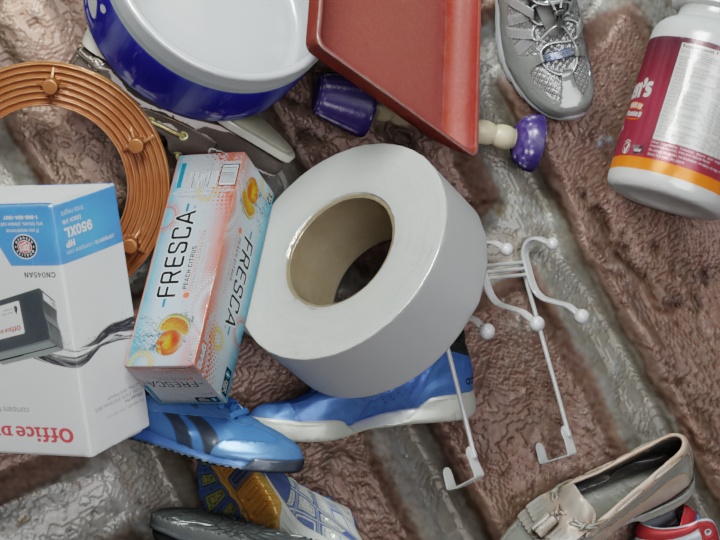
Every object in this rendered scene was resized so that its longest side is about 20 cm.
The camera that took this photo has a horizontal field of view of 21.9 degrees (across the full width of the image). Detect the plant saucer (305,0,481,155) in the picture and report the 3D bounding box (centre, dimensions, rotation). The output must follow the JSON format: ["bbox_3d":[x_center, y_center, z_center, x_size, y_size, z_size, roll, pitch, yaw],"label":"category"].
[{"bbox_3d":[0.024,-0.213,1.519,0.199,0.037,0.201,31,50,-40],"label":"plant saucer"}]

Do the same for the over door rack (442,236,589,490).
[{"bbox_3d":[0.129,0.073,1.558,0.148,0.066,0.201,-6,90,-48],"label":"over door rack"}]

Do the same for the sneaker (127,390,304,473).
[{"bbox_3d":[-0.134,0.110,1.500,0.200,0.066,0.079,15,88,19],"label":"sneaker"}]

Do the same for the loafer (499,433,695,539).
[{"bbox_3d":[0.199,0.197,1.595,0.200,0.072,0.063,-25,138,-17],"label":"loafer"}]

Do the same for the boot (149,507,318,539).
[{"bbox_3d":[-0.113,0.304,1.500,0.164,0.066,0.201,12,98,32],"label":"boot"}]

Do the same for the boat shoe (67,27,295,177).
[{"bbox_3d":[-0.150,-0.127,1.535,0.200,0.072,0.060,29,104,-17],"label":"boat shoe"}]

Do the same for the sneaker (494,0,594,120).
[{"bbox_3d":[0.152,-0.224,1.592,0.075,0.082,0.201,-21,94,-12],"label":"sneaker"}]

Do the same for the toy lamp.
[{"bbox_3d":[0.058,-0.130,1.584,0.199,0.058,0.058,10,87,-13],"label":"toy lamp"}]

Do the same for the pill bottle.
[{"bbox_3d":[0.292,-0.153,1.608,0.109,0.110,0.201,19,85,-11],"label":"pill bottle"}]

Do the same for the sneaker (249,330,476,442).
[{"bbox_3d":[-0.002,0.079,1.556,0.199,0.077,0.112,-7,95,-15],"label":"sneaker"}]

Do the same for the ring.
[{"bbox_3d":[-0.254,-0.068,1.503,0.200,0.019,0.201,0,105,0],"label":"ring"}]

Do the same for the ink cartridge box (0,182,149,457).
[{"bbox_3d":[-0.256,0.038,1.448,0.144,0.084,0.201,0,104,29],"label":"ink cartridge box"}]

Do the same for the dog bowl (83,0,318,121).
[{"bbox_3d":[-0.119,-0.224,1.498,0.200,0.079,0.201,11,63,-23],"label":"dog bowl"}]

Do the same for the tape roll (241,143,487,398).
[{"bbox_3d":[0.000,0.000,1.496,0.203,0.202,0.071,-55,134,-8],"label":"tape roll"}]

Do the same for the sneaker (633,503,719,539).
[{"bbox_3d":[0.327,0.265,1.629,0.199,0.071,0.113,6,91,-10],"label":"sneaker"}]

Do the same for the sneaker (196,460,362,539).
[{"bbox_3d":[-0.055,0.214,1.556,0.200,0.075,0.088,50,36,8],"label":"sneaker"}]

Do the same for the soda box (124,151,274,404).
[{"bbox_3d":[-0.126,0.005,1.486,0.063,0.068,0.201,-2,58,23],"label":"soda box"}]
